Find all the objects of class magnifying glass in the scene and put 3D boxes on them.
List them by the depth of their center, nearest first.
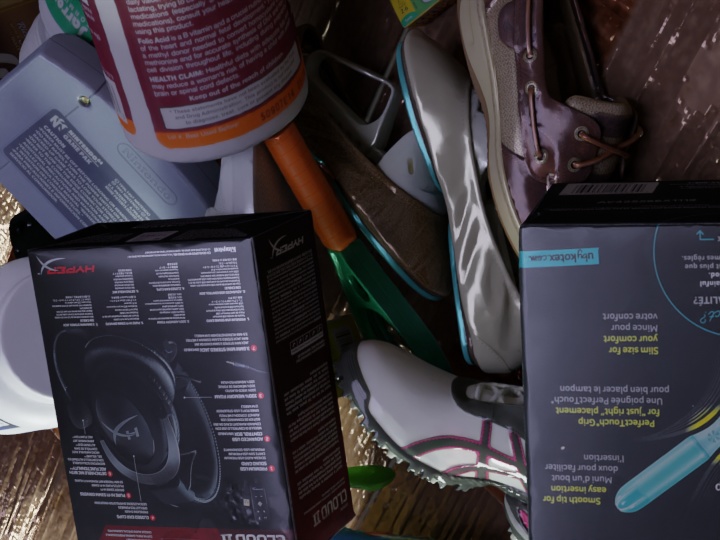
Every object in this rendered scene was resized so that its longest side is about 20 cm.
[{"bbox_3d":[0.000,0.000,1.052,0.201,0.022,0.079,58,164,-22],"label":"magnifying glass"}]

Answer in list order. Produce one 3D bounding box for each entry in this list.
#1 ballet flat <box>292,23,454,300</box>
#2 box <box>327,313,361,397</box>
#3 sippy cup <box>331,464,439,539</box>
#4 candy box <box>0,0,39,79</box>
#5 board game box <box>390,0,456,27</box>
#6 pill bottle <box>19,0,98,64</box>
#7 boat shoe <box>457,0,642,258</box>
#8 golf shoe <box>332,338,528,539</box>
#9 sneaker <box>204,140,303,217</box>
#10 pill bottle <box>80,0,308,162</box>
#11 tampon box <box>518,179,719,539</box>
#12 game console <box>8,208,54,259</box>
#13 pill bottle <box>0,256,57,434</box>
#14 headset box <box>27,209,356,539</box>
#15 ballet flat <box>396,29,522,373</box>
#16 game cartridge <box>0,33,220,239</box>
[{"bbox_3d":[0.007,-0.075,1.068,0.072,0.068,0.200,-48,64,18],"label":"ballet flat"},{"bbox_3d":[-0.093,0.086,1.150,0.199,0.075,0.051,-23,87,26],"label":"box"},{"bbox_3d":[0.020,0.218,1.086,0.129,0.141,0.178,-9,134,32],"label":"sippy cup"},{"bbox_3d":[-0.279,-0.117,1.208,0.055,0.199,0.117,-24,85,43],"label":"candy box"},{"bbox_3d":[0.019,-0.252,1.028,0.095,0.030,0.202,-33,77,41],"label":"board game box"},{"bbox_3d":[-0.133,-0.186,1.119,0.113,0.113,0.200,52,129,18],"label":"pill bottle"},{"bbox_3d":[0.113,-0.075,0.961,0.072,0.072,0.202,-19,82,44],"label":"boat shoe"},{"bbox_3d":[0.079,0.088,1.003,0.199,0.077,0.088,35,116,-7],"label":"golf shoe"},{"bbox_3d":[-0.092,0.007,1.062,0.114,0.074,0.203,-2,93,25],"label":"sneaker"},{"bbox_3d":[-0.102,-0.172,0.978,0.113,0.114,0.202,19,137,37],"label":"pill bottle"},{"bbox_3d":[0.160,0.064,0.882,0.148,0.126,0.203,0,102,14],"label":"tampon box"},{"bbox_3d":[-0.167,0.019,1.265,0.199,0.031,0.179,-21,83,42],"label":"game console"},{"bbox_3d":[-0.216,0.050,1.176,0.200,0.110,0.112,-16,90,67],"label":"pill bottle"},{"bbox_3d":[-0.092,0.075,1.000,0.147,0.077,0.202,-3,103,27],"label":"headset box"},{"bbox_3d":[0.074,-0.043,1.014,0.069,0.069,0.202,-9,97,42],"label":"ballet flat"},{"bbox_3d":[-0.152,-0.052,1.133,0.133,0.042,0.200,-30,110,38],"label":"game cartridge"}]
